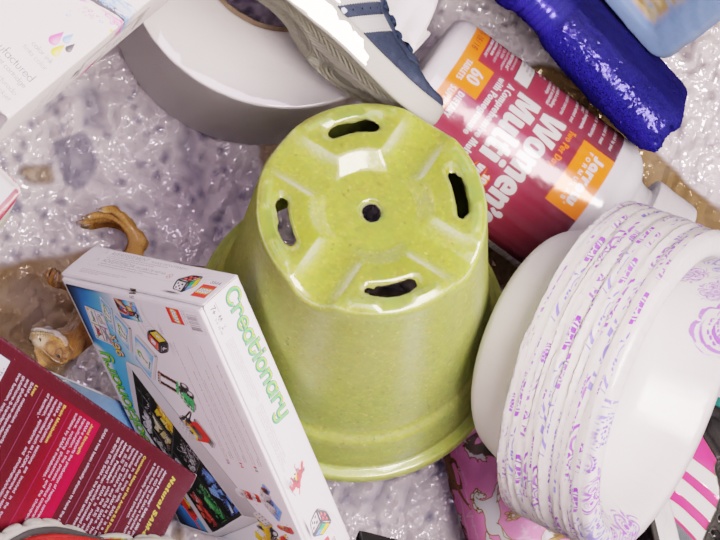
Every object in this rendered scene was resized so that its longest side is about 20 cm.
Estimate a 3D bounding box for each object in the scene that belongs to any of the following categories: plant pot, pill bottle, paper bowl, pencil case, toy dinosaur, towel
[{"bbox_3d":[0.000,0.000,1.256,0.199,0.184,0.202,2,65,-4],"label":"plant pot"},{"bbox_3d":[0.112,-0.062,1.377,0.200,0.110,0.110,36,80,-4],"label":"pill bottle"},{"bbox_3d":[0.140,0.056,1.268,0.104,0.201,0.201,22,79,27],"label":"paper bowl"},{"bbox_3d":[0.108,0.154,1.369,0.086,0.083,0.201,-18,87,-23],"label":"pencil case"},{"bbox_3d":[-0.137,0.010,1.357,0.199,0.060,0.107,-19,87,-35],"label":"toy dinosaur"},{"bbox_3d":[0.128,-0.161,1.382,0.200,0.148,0.050,46,108,-3],"label":"towel"}]

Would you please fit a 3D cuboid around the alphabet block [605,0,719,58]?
[{"bbox_3d":[0.230,-0.290,1.360,0.200,0.195,0.197,-42,93,-25],"label":"alphabet block"}]

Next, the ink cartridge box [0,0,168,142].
[{"bbox_3d":[-0.175,-0.173,1.193,0.117,0.067,0.200,46,60,-4],"label":"ink cartridge box"}]

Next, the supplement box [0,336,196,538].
[{"bbox_3d":[-0.192,0.116,1.213,0.200,0.061,0.109,43,69,-44],"label":"supplement box"}]

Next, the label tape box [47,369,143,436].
[{"bbox_3d":[-0.229,0.121,1.270,0.200,0.063,0.145,30,77,-44],"label":"label tape box"}]

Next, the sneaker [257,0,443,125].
[{"bbox_3d":[-0.009,-0.165,1.207,0.200,0.075,0.085,43,76,-30],"label":"sneaker"}]

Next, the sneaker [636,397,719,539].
[{"bbox_3d":[0.231,0.164,1.374,0.120,0.084,0.201,-1,62,-10],"label":"sneaker"}]

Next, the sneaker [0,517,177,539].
[{"bbox_3d":[-0.135,0.181,1.184,0.199,0.085,0.078,1,99,-49],"label":"sneaker"}]

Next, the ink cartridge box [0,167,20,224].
[{"bbox_3d":[-0.279,-0.012,1.260,0.083,0.200,0.145,41,79,-7],"label":"ink cartridge box"}]

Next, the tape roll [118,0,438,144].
[{"bbox_3d":[-0.056,-0.188,1.346,0.201,0.139,0.204,1,84,-10],"label":"tape roll"}]

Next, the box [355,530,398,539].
[{"bbox_3d":[0.034,0.284,1.277,0.124,0.149,0.201,14,107,-9],"label":"box"}]

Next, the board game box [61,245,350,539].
[{"bbox_3d":[-0.091,0.082,1.267,0.035,0.126,0.201,-43,127,-32],"label":"board game box"}]
